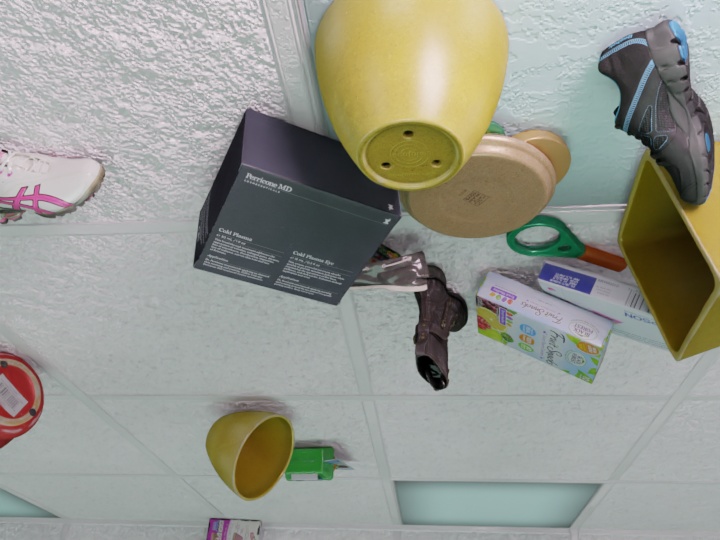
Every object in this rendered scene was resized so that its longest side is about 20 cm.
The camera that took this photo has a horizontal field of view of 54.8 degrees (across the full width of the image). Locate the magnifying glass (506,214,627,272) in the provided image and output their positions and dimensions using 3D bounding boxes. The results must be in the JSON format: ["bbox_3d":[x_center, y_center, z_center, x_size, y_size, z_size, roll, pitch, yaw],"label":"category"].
[{"bbox_3d":[0.298,-0.034,0.995,0.200,0.022,0.080,18,146,-20],"label":"magnifying glass"}]

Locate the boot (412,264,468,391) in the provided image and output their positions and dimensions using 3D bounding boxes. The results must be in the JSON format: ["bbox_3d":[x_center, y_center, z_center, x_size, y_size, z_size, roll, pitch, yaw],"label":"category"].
[{"bbox_3d":[0.119,0.105,1.083,0.069,0.174,0.200,-12,145,22],"label":"boot"}]

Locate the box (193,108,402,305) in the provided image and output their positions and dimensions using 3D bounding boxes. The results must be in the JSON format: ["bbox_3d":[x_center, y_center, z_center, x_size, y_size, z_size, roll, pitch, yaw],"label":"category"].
[{"bbox_3d":[-0.080,-0.070,0.855,0.200,0.104,0.182,17,135,-22],"label":"box"}]

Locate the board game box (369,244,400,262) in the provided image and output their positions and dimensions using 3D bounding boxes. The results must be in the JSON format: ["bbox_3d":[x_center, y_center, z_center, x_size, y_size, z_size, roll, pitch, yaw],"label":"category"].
[{"bbox_3d":[-0.046,-0.037,1.011,0.200,0.024,0.105,29,142,-35],"label":"board game box"}]

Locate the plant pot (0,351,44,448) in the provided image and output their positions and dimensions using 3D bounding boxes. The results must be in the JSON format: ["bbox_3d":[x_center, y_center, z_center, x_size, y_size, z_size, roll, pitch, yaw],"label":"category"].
[{"bbox_3d":[-0.759,0.267,1.400,0.182,0.201,0.200,-24,141,23],"label":"plant pot"}]

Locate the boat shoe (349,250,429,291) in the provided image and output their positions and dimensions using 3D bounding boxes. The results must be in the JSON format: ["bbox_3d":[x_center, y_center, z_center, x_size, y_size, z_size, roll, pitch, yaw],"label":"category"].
[{"bbox_3d":[0.000,0.000,1.008,0.199,0.057,0.067,0,-176,10],"label":"boat shoe"}]

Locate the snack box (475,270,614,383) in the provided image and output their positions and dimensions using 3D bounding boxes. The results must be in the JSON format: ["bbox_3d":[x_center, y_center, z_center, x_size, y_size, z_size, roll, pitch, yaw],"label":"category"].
[{"bbox_3d":[0.279,0.089,1.076,0.200,0.053,0.142,24,158,23],"label":"snack box"}]

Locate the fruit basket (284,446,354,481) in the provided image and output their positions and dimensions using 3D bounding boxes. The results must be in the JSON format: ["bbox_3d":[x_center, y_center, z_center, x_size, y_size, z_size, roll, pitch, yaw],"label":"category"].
[{"bbox_3d":[-0.126,0.535,1.880,0.185,0.094,0.200,-4,151,11],"label":"fruit basket"}]

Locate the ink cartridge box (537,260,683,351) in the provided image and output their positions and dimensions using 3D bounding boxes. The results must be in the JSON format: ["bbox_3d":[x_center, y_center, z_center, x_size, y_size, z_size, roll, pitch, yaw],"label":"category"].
[{"bbox_3d":[0.378,0.066,1.030,0.196,0.043,0.200,19,165,35],"label":"ink cartridge box"}]

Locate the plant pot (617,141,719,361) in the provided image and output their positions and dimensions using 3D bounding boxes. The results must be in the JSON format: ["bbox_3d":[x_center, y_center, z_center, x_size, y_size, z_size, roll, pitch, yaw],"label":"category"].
[{"bbox_3d":[0.453,-0.037,0.828,0.200,0.195,0.196,-14,147,1],"label":"plant pot"}]

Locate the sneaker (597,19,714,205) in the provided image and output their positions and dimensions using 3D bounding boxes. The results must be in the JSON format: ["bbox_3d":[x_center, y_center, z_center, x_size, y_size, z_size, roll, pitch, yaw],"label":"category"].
[{"bbox_3d":[0.312,-0.155,0.719,0.082,0.073,0.200,-11,118,36],"label":"sneaker"}]

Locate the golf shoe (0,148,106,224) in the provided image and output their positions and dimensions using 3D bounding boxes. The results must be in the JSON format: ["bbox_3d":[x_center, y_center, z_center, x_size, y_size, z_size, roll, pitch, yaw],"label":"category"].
[{"bbox_3d":[-0.417,-0.112,0.868,0.200,0.073,0.092,-8,145,17],"label":"golf shoe"}]

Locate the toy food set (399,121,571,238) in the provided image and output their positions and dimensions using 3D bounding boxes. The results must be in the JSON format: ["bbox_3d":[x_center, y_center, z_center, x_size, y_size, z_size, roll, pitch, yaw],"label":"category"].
[{"bbox_3d":[0.141,-0.108,0.857,0.198,0.049,0.200,10,148,-11],"label":"toy food set"}]

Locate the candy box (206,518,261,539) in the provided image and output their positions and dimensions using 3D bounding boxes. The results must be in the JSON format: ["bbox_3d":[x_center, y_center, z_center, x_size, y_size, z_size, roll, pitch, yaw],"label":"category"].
[{"bbox_3d":[-0.487,1.031,2.668,0.199,0.137,0.061,3,149,0],"label":"candy box"}]

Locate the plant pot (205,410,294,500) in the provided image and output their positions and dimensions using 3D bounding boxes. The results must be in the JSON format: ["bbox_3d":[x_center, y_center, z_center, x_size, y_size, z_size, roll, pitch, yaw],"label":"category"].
[{"bbox_3d":[-0.271,0.405,1.601,0.142,0.200,0.200,16,158,32],"label":"plant pot"}]

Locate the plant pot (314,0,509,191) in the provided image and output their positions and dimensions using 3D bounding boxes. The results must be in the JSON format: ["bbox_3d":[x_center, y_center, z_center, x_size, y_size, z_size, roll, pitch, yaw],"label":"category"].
[{"bbox_3d":[0.050,-0.164,0.682,0.200,0.142,0.200,1,149,1],"label":"plant pot"}]
